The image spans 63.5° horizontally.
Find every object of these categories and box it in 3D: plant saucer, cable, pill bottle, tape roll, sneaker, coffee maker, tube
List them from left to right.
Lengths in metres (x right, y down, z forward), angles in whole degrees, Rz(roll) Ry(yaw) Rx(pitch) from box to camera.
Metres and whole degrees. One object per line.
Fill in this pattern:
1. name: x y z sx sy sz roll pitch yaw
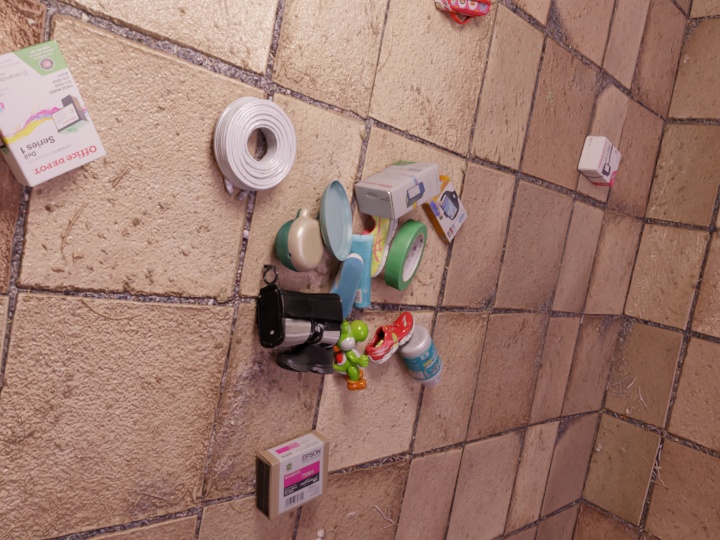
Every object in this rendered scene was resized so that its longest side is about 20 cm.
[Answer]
1. cable: -0.233 -0.280 1.293 0.199 0.069 0.203 -40 126 -29
2. coffee maker: -0.144 0.095 1.437 0.198 0.133 0.196 6 97 -45
3. sneaker: -0.144 0.222 1.525 0.198 0.075 0.093 16 80 -52
4. plant saucer: -0.064 -0.126 1.475 0.200 0.027 0.205 -4 90 -73
5. sneaker: -0.043 0.051 1.561 0.075 0.081 0.203 25 104 -4
6. tube: 0.000 0.000 1.605 0.076 0.051 0.204 -1 109 2
7. sneaker: 0.039 -0.076 1.623 0.089 0.078 0.204 14 104 -8
8. sneaker: 0.089 0.189 1.734 0.200 0.076 0.086 -48 124 -25
9. tape roll: 0.132 -0.044 1.672 0.201 0.047 0.203 -54 157 -36
10. pill bottle: 0.193 0.277 1.831 0.111 0.110 0.202 -46 129 -25

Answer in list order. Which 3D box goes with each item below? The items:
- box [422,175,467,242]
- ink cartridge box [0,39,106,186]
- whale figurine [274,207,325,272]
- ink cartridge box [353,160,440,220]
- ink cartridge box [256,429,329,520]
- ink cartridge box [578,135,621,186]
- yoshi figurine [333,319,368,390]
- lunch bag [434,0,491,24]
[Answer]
1. box: 0.271 -0.185 1.834 0.120 0.041 0.201 -53 129 -20
2. ink cartridge box: -0.546 -0.263 0.982 0.144 0.083 0.203 -35 124 -33
3. whale figurine: -0.140 -0.079 1.438 0.200 0.102 0.162 -51 134 -54
4. ink cartridge box: 0.101 -0.223 1.582 0.199 0.144 0.089 -31 122 -35
5. ink cartridge box: -0.180 0.547 1.564 0.198 0.074 0.168 -10 109 -42
6. ink cartridge box: 1.010 -0.460 2.450 0.198 0.083 0.148 19 87 -45
7. yoshi figurine: -0.011 0.224 1.630 0.112 0.111 0.204 -36 123 -51
8. lunch bag: 0.296 -0.805 1.669 0.197 0.081 0.180 -12 113 -40
